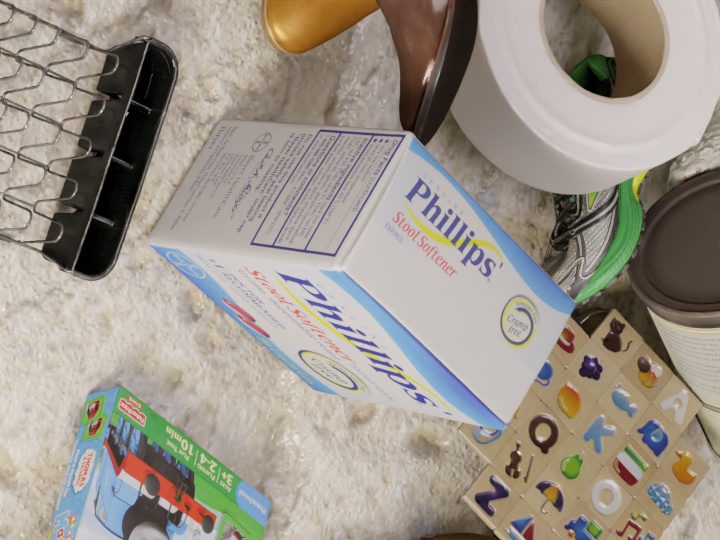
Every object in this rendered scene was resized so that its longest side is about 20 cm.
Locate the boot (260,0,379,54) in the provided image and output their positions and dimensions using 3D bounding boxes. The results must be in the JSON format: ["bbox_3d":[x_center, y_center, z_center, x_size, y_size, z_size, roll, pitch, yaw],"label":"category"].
[{"bbox_3d":[0.038,-0.214,1.554,0.201,0.144,0.071,-47,121,-25],"label":"boot"}]

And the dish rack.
[{"bbox_3d":[-0.217,-0.094,1.419,0.200,0.054,0.154,23,80,-39],"label":"dish rack"}]

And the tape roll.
[{"bbox_3d":[0.154,-0.157,1.661,0.202,0.071,0.203,7,74,-26],"label":"tape roll"}]

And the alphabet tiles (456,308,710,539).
[{"bbox_3d":[0.161,0.128,1.707,0.166,0.006,0.200,46,60,-7],"label":"alphabet tiles"}]

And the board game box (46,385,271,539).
[{"bbox_3d":[-0.134,0.196,1.490,0.151,0.037,0.200,42,47,-35],"label":"board game box"}]

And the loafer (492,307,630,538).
[{"bbox_3d":[0.163,0.126,1.751,0.076,0.067,0.201,24,81,-39],"label":"loafer"}]

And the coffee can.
[{"bbox_3d":[0.297,0.042,1.777,0.146,0.146,0.200,-51,135,-23],"label":"coffee can"}]

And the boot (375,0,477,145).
[{"bbox_3d":[-0.024,-0.188,1.506,0.064,0.199,0.187,-23,126,-72],"label":"boot"}]

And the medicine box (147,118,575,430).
[{"bbox_3d":[0.000,0.000,1.514,0.182,0.200,0.103,43,69,-34],"label":"medicine box"}]

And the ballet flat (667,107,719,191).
[{"bbox_3d":[0.304,-0.099,1.849,0.200,0.072,0.072,-9,102,-37],"label":"ballet flat"}]

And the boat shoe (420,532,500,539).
[{"bbox_3d":[0.026,0.231,1.650,0.200,0.071,0.070,-6,98,-40],"label":"boat shoe"}]

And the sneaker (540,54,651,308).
[{"bbox_3d":[0.158,-0.062,1.727,0.085,0.078,0.201,28,67,-29],"label":"sneaker"}]
